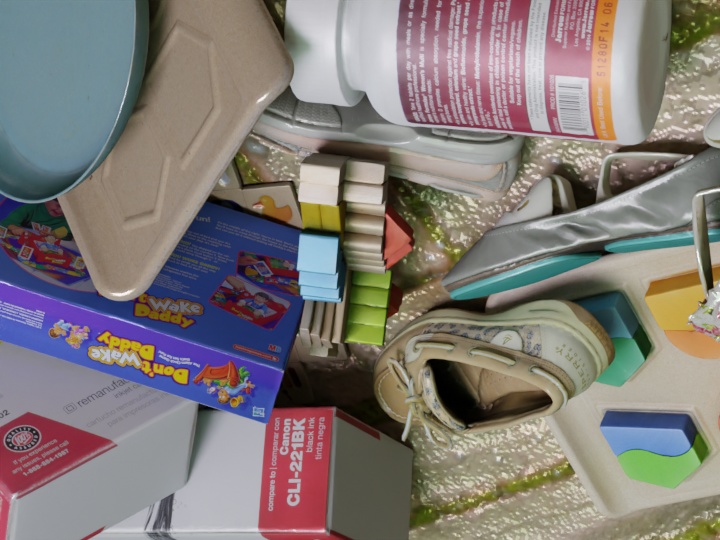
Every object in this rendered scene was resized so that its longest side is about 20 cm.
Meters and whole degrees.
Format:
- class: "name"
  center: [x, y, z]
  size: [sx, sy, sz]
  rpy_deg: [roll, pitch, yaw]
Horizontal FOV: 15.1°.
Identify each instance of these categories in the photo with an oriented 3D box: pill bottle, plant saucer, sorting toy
- class: "pill bottle"
  center: [0.065, -0.131, 1.498]
  size: [0.199, 0.110, 0.110]
  rpy_deg: [6, 127, 15]
- class: "plant saucer"
  center: [-0.179, -0.139, 1.564]
  size: [0.200, 0.027, 0.201]
  rpy_deg: [2, 92, 50]
- class: "sorting toy"
  center: [-0.119, -0.112, 1.556]
  size: [0.036, 0.185, 0.200]
  rpy_deg: [1, 141, -40]
- class: "sorting toy"
  center: [0.197, 0.065, 1.642]
  size: [0.200, 0.037, 0.185]
  rpy_deg: [-17, 117, 29]

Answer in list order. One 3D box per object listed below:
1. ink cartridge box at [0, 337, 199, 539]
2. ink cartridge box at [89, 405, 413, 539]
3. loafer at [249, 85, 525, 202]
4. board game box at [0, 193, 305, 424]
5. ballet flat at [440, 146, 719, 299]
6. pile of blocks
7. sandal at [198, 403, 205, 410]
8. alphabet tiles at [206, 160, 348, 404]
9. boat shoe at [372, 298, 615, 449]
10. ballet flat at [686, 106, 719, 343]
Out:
- class: "ink cartridge box"
  center: [-0.217, 0.072, 1.635]
  size: [0.200, 0.145, 0.084]
  rpy_deg: [40, 140, 28]
- class: "ink cartridge box"
  center: [-0.084, 0.141, 1.726]
  size: [0.199, 0.084, 0.144]
  rpy_deg: [-3, 164, 21]
- class: "loafer"
  center: [-0.003, -0.081, 1.589]
  size: [0.199, 0.072, 0.063]
  rpy_deg: [13, 135, 7]
- class: "board game box"
  center: [-0.131, 0.006, 1.634]
  size: [0.199, 0.135, 0.045]
  rpy_deg: [18, 128, 1]
- class: "ballet flat"
  center: [0.136, -0.032, 1.584]
  size: [0.199, 0.067, 0.064]
  rpy_deg: [-14, 82, 27]
- class: "pile of blocks"
  center: [0.000, 0.000, 1.598]
  size: [0.062, 0.082, 0.200]
  rpy_deg: [6, 154, 7]
- class: "sandal"
  center: [-0.159, 0.034, 1.712]
  size: [0.200, 0.048, 0.076]
  rpy_deg: [27, 136, 34]
- class: "alphabet tiles"
  center: [-0.101, 0.006, 1.725]
  size: [0.166, 0.006, 0.200]
  rpy_deg: [-4, 123, 23]
- class: "boat shoe"
  center: [0.067, 0.065, 1.645]
  size: [0.073, 0.063, 0.200]
  rpy_deg: [50, 145, -15]
- class: "ballet flat"
  center: [0.215, -0.051, 1.486]
  size: [0.064, 0.076, 0.201]
  rpy_deg: [8, 94, 14]
